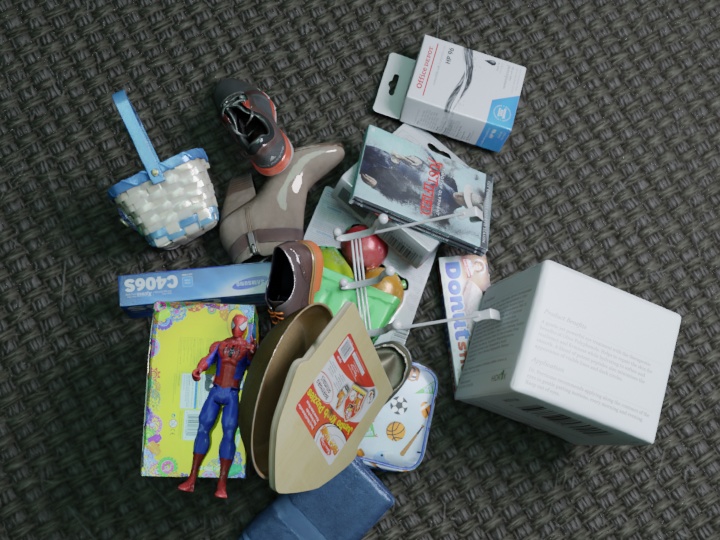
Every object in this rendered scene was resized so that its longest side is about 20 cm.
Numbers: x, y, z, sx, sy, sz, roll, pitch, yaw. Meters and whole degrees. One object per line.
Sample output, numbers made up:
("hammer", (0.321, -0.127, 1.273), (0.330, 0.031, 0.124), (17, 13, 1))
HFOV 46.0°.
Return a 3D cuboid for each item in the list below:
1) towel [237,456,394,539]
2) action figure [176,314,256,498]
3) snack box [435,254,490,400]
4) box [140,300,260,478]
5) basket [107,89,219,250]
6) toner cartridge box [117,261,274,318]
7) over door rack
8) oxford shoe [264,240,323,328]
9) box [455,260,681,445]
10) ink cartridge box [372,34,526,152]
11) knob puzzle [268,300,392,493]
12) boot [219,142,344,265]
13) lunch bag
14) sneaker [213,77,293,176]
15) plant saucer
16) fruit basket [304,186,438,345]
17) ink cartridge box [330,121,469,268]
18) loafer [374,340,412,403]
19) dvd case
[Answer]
("towel", (-0.058, 0.319, 1.083), (0.200, 0.049, 0.112), (-44, 87, 9))
("action figure", (-0.153, 0.140, 0.919), (0.065, 0.099, 0.201), (10, 74, 2))
("snack box", (0.155, 0.078, 1.196), (0.071, 0.024, 0.201), (-5, 78, -9))
("box", (-0.192, 0.155, 1.059), (0.121, 0.193, 0.201), (2, 78, -4))
("basket", (-0.271, -0.131, 1.125), (0.138, 0.176, 0.201), (-22, 91, -6))
("toner cartridge box", (-0.215, 0.027, 1.136), (0.199, 0.095, 0.043), (-6, 79, -6))
("over door rack", (0.067, 0.002, 1.073), (0.199, 0.067, 0.149), (-9, 78, 8))
("oxford shoe", (-0.096, 0.061, 1.080), (0.071, 0.072, 0.201), (3, 92, 33))
("box", (0.261, 0.113, 1.095), (0.198, 0.200, 0.172), (21, 75, -10))
("ink cartridge box", (0.130, -0.265, 1.243), (0.199, 0.068, 0.117), (17, 67, -1))
("knob puzzle", (-0.047, 0.160, 0.958), (0.030, 0.220, 0.221), (18, 73, 33))
("boot", (-0.102, -0.082, 1.170), (0.199, 0.070, 0.147), (-20, 62, 10))
("lunch bag", (-0.003, 0.185, 1.133), (0.199, 0.076, 0.161), (15, 79, -3))
("sneaker", (-0.159, -0.218, 1.172), (0.077, 0.082, 0.200), (-40, 55, 3))
("plant saucer", (-0.084, 0.128, 0.939), (0.035, 0.200, 0.201), (15, 75, 20))
("fruit basket", (0.000, 0.000, 1.180), (0.184, 0.094, 0.201), (21, 61, -1))
("ink cartridge box", (0.074, -0.115, 1.209), (0.162, 0.050, 0.200), (40, 45, 5))
("loafer", (-0.015, 0.161, 1.063), (0.200, 0.070, 0.075), (-37, 87, -10))
("dvd case", (0.088, -0.112, 1.167), (0.199, 0.022, 0.147), (23, 49, -12))
